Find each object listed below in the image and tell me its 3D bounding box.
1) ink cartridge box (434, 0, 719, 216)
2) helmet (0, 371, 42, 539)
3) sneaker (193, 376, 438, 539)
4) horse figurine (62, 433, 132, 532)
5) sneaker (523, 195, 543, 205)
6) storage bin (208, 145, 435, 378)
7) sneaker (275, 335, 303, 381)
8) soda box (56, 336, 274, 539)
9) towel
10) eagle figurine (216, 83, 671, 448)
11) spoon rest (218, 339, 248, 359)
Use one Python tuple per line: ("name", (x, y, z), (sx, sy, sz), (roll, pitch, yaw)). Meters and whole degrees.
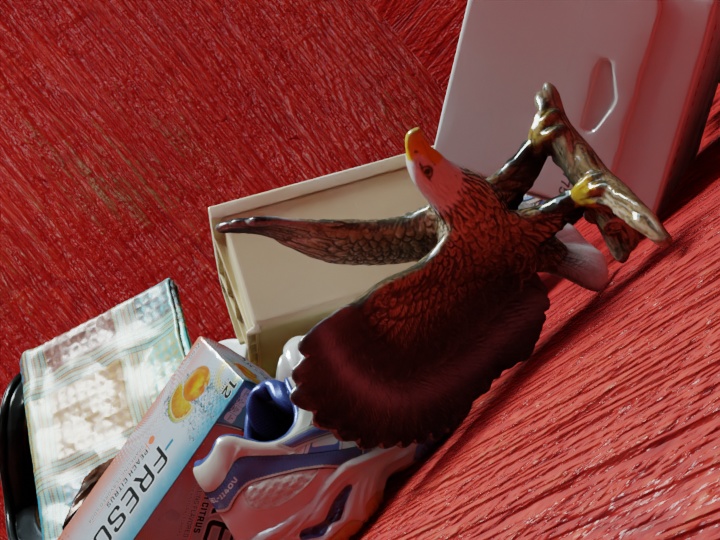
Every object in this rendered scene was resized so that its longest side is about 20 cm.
("ink cartridge box", (0.154, -0.139, 0.991), (0.200, 0.145, 0.148), (-42, -32, -63))
("helmet", (-0.189, 0.167, 1.232), (0.198, 0.193, 0.200), (-7, 2, 0))
("sneaker", (-0.013, 0.082, 0.827), (0.075, 0.088, 0.200), (-43, -2, 32))
("horse figurine", (-0.093, 0.124, 0.991), (0.198, 0.050, 0.133), (-6, 10, -9))
("sneaker", (0.207, -0.115, 1.367), (0.200, 0.085, 0.077), (-40, 0, 20))
("storage bin", (0.000, 0.000, 1.139), (0.198, 0.095, 0.199), (-16, -14, -7))
("sneaker", (0.019, 0.073, 1.031), (0.079, 0.071, 0.200), (2, 5, 24))
("soda box", (-0.113, 0.142, 0.880), (0.201, 0.063, 0.068), (-55, 36, 2))
("towel", (-0.178, 0.112, 1.126), (0.146, 0.201, 0.022), (-26, -38, 9))
("eagle figurine", (0.041, -0.012, 0.822), (0.199, 0.152, 0.152), (-34, 8, 3))
("spoon rest", (-0.065, 0.090, 1.323), (0.200, 0.060, 0.100), (24, -102, -57))
